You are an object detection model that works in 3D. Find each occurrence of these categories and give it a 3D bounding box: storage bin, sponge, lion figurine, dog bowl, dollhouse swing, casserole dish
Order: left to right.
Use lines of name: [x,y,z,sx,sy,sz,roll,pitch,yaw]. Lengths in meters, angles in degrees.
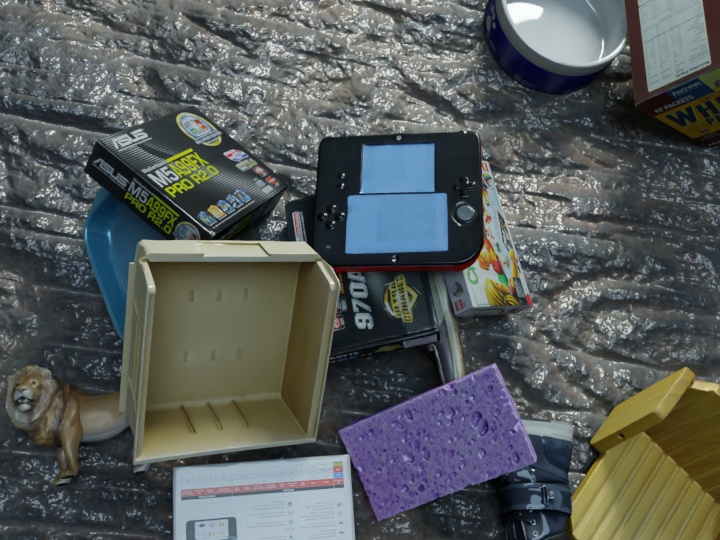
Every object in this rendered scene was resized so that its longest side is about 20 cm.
lion figurine: [-0.280,0.160,0.857,0.196,0.073,0.125,0,65,-26]
casserole dish: [-0.247,-0.012,0.887,0.121,0.039,0.202,-38,66,25]
storage bin: [-0.137,0.077,0.811,0.197,0.094,0.202,-1,112,-28]
sponge: [0.083,0.193,0.873,0.197,0.030,0.113,-25,85,16]
dog bowl: [0.277,-0.357,1.106,0.196,0.079,0.204,3,74,-10]
dollhouse swing: [0.367,0.264,0.900,0.200,0.182,0.176,44,50,4]

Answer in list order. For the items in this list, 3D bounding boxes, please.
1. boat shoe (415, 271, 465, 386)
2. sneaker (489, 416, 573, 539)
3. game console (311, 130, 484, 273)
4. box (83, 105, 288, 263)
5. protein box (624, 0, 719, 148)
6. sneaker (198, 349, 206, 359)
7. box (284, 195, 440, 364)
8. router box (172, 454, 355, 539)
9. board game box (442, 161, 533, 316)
boat shoe: [0.086,0.070,0.949,0.064,0.072,0.204,-10,73,4]
sneaker: [0.154,0.242,0.905,0.198,0.077,0.149,9,71,-8]
game console: [0.044,-0.083,0.912,0.196,0.031,0.180,-1,69,7]
box: [-0.189,-0.106,0.895,0.160,0.044,0.200,40,29,2]
protein box: [0.474,-0.307,1.061,0.196,0.134,0.204,14,69,-36]
sneaker: [-0.162,0.008,0.923,0.098,0.070,0.204,-6,78,-21]
box: [0.000,0.000,0.928,0.156,0.046,0.204,-11,68,4]
router box: [-0.104,0.300,0.851,0.196,0.049,0.183,0,74,-11]
board game box: [0.139,-0.045,0.976,0.125,0.034,0.204,0,69,-45]
